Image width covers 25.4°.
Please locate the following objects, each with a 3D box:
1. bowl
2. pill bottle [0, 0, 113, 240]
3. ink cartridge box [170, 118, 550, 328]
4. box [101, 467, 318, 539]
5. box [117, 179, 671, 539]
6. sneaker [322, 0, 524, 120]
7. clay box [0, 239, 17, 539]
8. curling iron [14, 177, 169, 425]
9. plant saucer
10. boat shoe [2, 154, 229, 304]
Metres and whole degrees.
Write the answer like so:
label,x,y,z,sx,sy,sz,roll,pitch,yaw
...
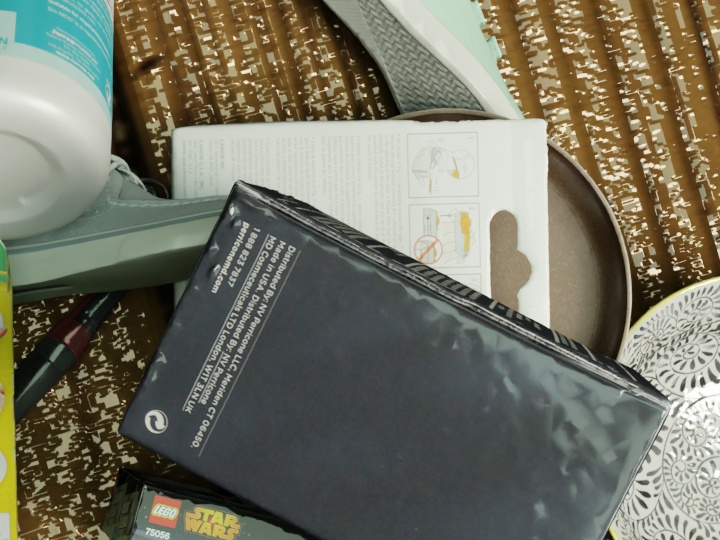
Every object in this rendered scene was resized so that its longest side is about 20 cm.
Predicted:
label,x,y,z,sx,sy,sz,roll,pitch,yaw
bowl,0.214,0.109,0.901,0.200,0.094,0.202,2,76,-7
pill bottle,-0.178,-0.122,0.791,0.110,0.111,0.201,4,52,-14
ink cartridge box,0.000,0.000,0.854,0.199,0.050,0.163,-1,90,2
box,-0.028,0.147,0.823,0.199,0.137,0.040,16,82,-13
box,0.021,0.060,0.727,0.198,0.200,0.124,26,93,6
sneaker,0.058,-0.150,0.901,0.201,0.074,0.118,52,58,-17
clay box,-0.227,0.067,0.781,0.114,0.048,0.201,-1,114,-13
curling iron,-0.166,0.034,0.857,0.049,0.026,0.200,31,84,12
plant saucer,0.048,0.013,0.872,0.199,0.032,0.201,0,92,13
boat shoe,-0.147,-0.027,0.816,0.200,0.070,0.072,-8,80,11
